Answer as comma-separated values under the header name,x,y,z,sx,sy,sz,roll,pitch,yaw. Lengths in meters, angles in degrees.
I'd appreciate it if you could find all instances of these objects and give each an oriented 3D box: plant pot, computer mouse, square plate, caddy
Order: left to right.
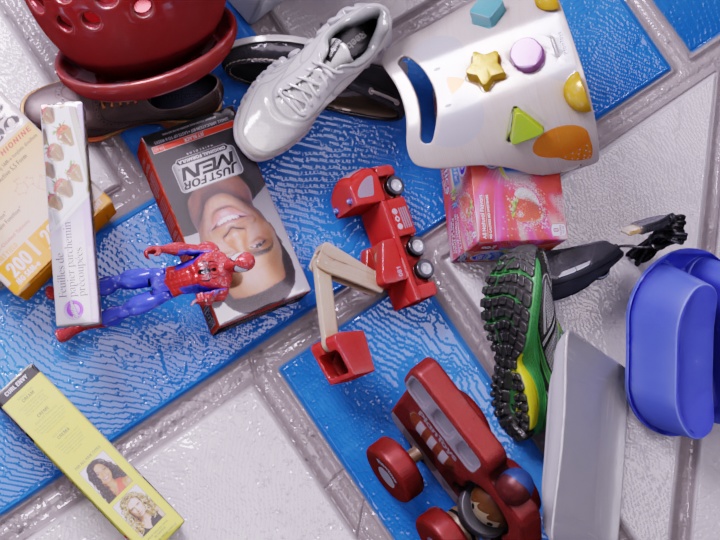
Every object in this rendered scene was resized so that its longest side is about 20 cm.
name,x,y,z,sx,sy,sz,roll,pitch,yaw
plant pot,-0.210,-0.267,1.173,0.200,0.200,0.183,-28,128,-18
square plate,0.218,0.174,1.249,0.028,0.200,0.199,-1,74,29
computer mouse,0.237,-0.007,1.295,0.200,0.140,0.046,-10,76,-16
caddy,0.343,0.079,1.313,0.141,0.105,0.200,-6,101,-22

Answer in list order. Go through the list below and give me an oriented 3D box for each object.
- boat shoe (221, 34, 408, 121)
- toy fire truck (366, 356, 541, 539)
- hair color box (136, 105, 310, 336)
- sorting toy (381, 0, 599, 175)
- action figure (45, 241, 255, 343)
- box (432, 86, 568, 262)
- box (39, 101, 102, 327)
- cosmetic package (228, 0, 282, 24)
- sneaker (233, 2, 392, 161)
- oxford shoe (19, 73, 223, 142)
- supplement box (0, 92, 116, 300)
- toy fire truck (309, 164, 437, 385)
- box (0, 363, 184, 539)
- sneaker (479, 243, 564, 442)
name,x,y,z,sx,sy,sz,roll,pitch,yaw
boat shoe,-0.046,-0.192,1.306,0.200,0.074,0.060,7,71,-21
toy fire truck,0.099,0.187,1.195,0.112,0.168,0.200,-32,77,-18
hair color box,-0.135,-0.049,1.253,0.101,0.061,0.200,-22,85,-18
sorting toy,0.120,-0.183,1.244,0.180,0.107,0.200,-17,80,3
action figure,-0.196,0.015,1.167,0.200,0.099,0.065,-16,85,6
box,0.142,-0.114,1.319,0.099,0.095,0.200,-2,78,-14
box,-0.259,-0.050,1.144,0.039,0.041,0.200,-5,86,-7
cosmetic package,-0.104,-0.395,1.285,0.167,0.166,0.200,-43,91,-19
sneaker,-0.045,-0.187,1.230,0.075,0.081,0.200,44,84,-10
oxford shoe,-0.233,-0.173,1.249,0.200,0.073,0.071,-10,81,-12
supplement box,-0.343,-0.086,1.193,0.200,0.074,0.126,44,82,-1
toy fire truck,0.000,0.000,1.263,0.141,0.049,0.200,-15,81,-34
box,-0.248,0.175,1.168,0.200,0.075,0.050,46,73,-2
sneaker,0.174,0.067,1.281,0.085,0.078,0.200,-17,114,-27
